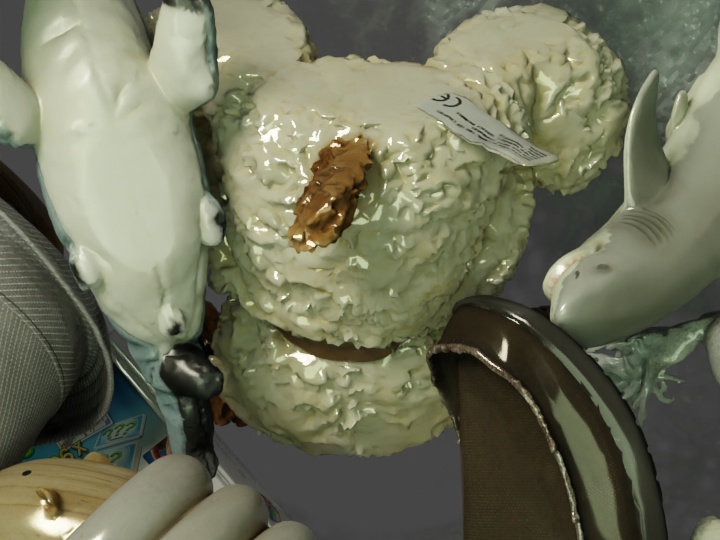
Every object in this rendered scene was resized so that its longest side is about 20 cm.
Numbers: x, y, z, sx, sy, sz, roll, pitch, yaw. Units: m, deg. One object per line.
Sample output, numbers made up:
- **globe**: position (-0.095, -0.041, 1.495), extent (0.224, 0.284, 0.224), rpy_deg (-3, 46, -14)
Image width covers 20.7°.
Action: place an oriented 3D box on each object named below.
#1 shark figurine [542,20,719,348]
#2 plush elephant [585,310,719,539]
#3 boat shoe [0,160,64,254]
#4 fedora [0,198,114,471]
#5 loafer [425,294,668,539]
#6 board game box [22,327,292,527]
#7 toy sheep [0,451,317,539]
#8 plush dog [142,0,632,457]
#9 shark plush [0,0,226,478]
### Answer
- **shark figurine**: position (0.149, -0.043, 0.747), extent (0.089, 0.128, 0.215), rpy_deg (25, 76, 21)
- **plush elephant**: position (0.187, 0.085, 0.736), extent (0.200, 0.165, 0.155), rpy_deg (-12, 97, 26)
- **boat shoe**: position (-0.216, -0.030, 0.796), extent (0.200, 0.071, 0.065), rpy_deg (25, 138, -2)
- **fedora**: position (-0.191, 0.028, 0.721), extent (0.200, 0.090, 0.177), rpy_deg (40, 139, -24)
- **loafer**: position (0.067, 0.106, 0.685), extent (0.071, 0.073, 0.200), rpy_deg (-25, 94, -25)
- **board game box**: position (-0.137, 0.132, 0.834), extent (0.200, 0.035, 0.126), rpy_deg (-38, 96, 12)
- **toy sheep**: position (-0.059, 0.141, 0.681), extent (0.200, 0.138, 0.138), rpy_deg (43, 102, 2)
- **plush dog**: position (0.000, 0.000, 0.751), extent (0.200, 0.161, 0.172), rpy_deg (3, 127, 4)
- **shark plush**: position (-0.072, -0.025, 0.707), extent (0.091, 0.083, 0.200), rpy_deg (-27, 102, -5)
